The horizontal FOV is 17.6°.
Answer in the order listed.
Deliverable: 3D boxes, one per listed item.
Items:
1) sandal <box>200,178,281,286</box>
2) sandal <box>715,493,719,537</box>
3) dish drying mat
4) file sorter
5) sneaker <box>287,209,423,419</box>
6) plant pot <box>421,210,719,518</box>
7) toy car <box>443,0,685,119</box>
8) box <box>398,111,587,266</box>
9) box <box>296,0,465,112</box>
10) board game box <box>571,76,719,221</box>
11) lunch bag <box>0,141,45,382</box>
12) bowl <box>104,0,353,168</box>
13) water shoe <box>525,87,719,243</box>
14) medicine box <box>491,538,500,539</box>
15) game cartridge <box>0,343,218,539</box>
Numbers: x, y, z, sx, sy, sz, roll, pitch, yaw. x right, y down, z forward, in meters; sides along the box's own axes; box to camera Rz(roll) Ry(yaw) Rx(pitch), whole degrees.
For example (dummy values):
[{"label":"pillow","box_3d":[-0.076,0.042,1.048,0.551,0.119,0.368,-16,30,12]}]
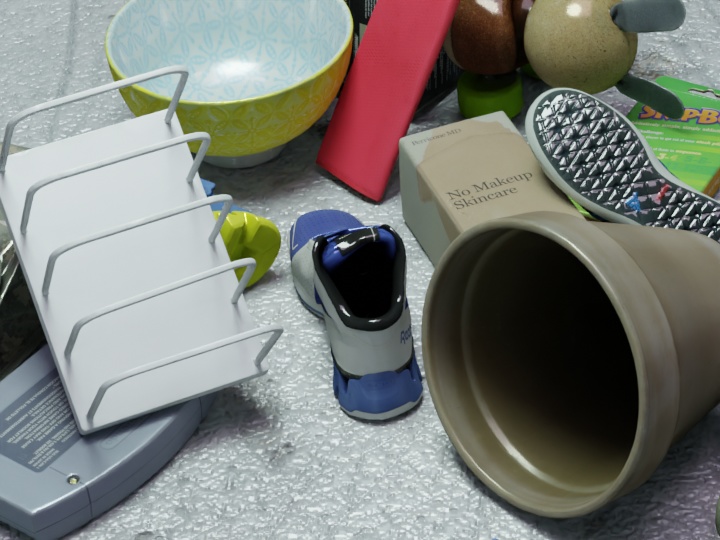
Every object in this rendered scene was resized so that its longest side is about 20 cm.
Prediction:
[{"label":"sandal","box_3d":[-0.157,-0.037,1.711,0.199,0.080,0.087,14,24,-43]},{"label":"sandal","box_3d":[0.268,0.100,1.549,0.057,0.080,0.201,6,38,32]},{"label":"dish drying mat","box_3d":[0.026,-0.159,1.817,0.018,0.201,0.077,6,22,-46]},{"label":"file sorter","box_3d":[-0.149,-0.016,1.560,0.138,0.125,0.201,-18,80,-17]},{"label":"sneaker","box_3d":[0.000,0.000,1.665,0.080,0.116,0.200,-10,38,-9]},{"label":"plant pot","box_3d":[0.168,0.047,1.556,0.173,0.201,0.200,-16,36,-42]},{"label":"toy car","box_3d":[0.179,-0.196,1.848,0.199,0.165,0.158,22,45,36]},{"label":"box","box_3d":[0.105,-0.026,1.720,0.095,0.078,0.200,-17,40,-14]},{"label":"box","box_3d":[0.002,-0.253,1.915,0.163,0.201,0.086,21,39,29]},{"label":"board game box","box_3d":[0.238,-0.085,1.825,0.095,0.030,0.200,17,46,24]},{"label":"lunch bag","box_3d":[-0.305,-0.002,1.699,0.163,0.118,0.200,12,47,19]},{"label":"bowl","box_3d":[-0.102,-0.148,1.869,0.199,0.108,0.201,-2,38,1]},{"label":"water shoe","box_3d":[0.198,-0.050,1.702,0.200,0.079,0.072,41,78,11]},{"label":"medicine box","box_3d":[0.063,0.282,1.246,0.103,0.183,0.200,21,44,27]},{"label":"game cartridge","box_3d":[-0.193,0.105,1.615,0.133,0.042,0.200,26,47,27]}]
